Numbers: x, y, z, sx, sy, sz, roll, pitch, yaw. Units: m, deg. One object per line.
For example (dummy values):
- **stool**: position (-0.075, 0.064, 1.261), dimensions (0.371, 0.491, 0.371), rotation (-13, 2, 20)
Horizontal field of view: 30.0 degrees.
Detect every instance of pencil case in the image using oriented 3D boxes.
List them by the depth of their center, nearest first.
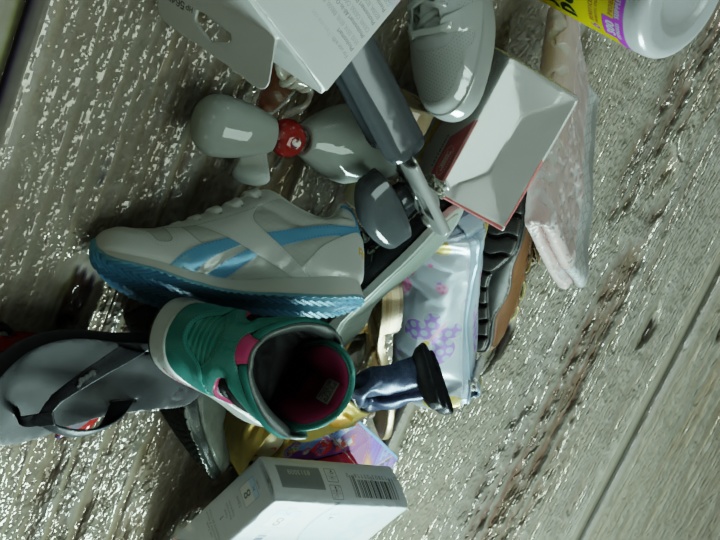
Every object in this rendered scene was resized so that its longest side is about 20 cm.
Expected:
- **pencil case**: position (0.068, 0.026, 1.176), dimensions (0.082, 0.091, 0.202), rotation (-19, 128, -23)

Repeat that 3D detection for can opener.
- **can opener**: position (0.012, -0.092, 0.937), dimensions (0.066, 0.053, 0.201), rotation (-34, 130, -11)

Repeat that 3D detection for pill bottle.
- **pill bottle**: position (0.166, -0.243, 1.000), dimensions (0.104, 0.200, 0.105), rotation (-30, 139, -30)

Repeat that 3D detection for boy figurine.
- **boy figurine**: position (-0.027, 0.116, 1.124), dimensions (0.198, 0.065, 0.124), rotation (-19, 164, 7)

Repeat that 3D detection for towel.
- **towel**: position (0.180, -0.103, 1.176), dimensions (0.191, 0.032, 0.202), rotation (48, 47, -65)

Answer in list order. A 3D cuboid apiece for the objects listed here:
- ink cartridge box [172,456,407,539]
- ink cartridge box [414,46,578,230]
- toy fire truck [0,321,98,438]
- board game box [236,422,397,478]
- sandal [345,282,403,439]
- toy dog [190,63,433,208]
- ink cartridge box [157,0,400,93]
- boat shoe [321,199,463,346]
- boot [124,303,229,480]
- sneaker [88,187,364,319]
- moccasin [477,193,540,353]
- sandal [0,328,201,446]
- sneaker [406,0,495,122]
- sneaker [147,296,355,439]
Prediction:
- **ink cartridge box**: position (-0.079, 0.238, 1.177), dimensions (0.159, 0.048, 0.200), rotation (11, 133, -44)
- **ink cartridge box**: position (0.096, -0.120, 1.086), dimensions (0.067, 0.200, 0.117), rotation (27, 101, -13)
- **toy fire truck**: position (-0.266, 0.107, 0.918), dimensions (0.199, 0.049, 0.142), rotation (11, 111, -54)
- **board game box**: position (-0.039, 0.215, 1.258), dimensions (0.158, 0.039, 0.200), rotation (-39, 145, 1)
- **sandal**: position (-0.008, 0.074, 1.194), dimensions (0.069, 0.078, 0.213), rotation (-9, 136, -14)
- **toy dog**: position (-0.038, -0.108, 0.994), dimensions (0.199, 0.096, 0.132), rotation (33, 96, -41)
- **ink cartridge box**: position (-0.041, -0.223, 0.834), dimensions (0.201, 0.128, 0.125), rotation (-51, 145, -5)
- **boat shoe**: position (0.000, 0.000, 1.080), dimensions (0.200, 0.060, 0.075), rotation (-45, 167, 23)
- **boot**: position (-0.098, 0.072, 1.063), dimensions (0.130, 0.068, 0.201), rotation (-32, 138, -19)
- **sneaker**: position (-0.095, -0.014, 0.967), dimensions (0.198, 0.082, 0.077), rotation (5, 161, -16)
- **moccasin**: position (0.130, -0.017, 1.229), dimensions (0.078, 0.073, 0.203), rotation (-41, 143, -41)
- **sandal**: position (-0.175, 0.077, 0.916), dimensions (0.199, 0.043, 0.077), rotation (-11, 125, -43)
- **sneaker**: position (0.038, -0.212, 0.950), dimensions (0.115, 0.073, 0.203), rotation (8, 80, -49)
- **sneaker**: position (-0.044, 0.078, 0.955), dimensions (0.199, 0.120, 0.084), rotation (28, 80, -50)
